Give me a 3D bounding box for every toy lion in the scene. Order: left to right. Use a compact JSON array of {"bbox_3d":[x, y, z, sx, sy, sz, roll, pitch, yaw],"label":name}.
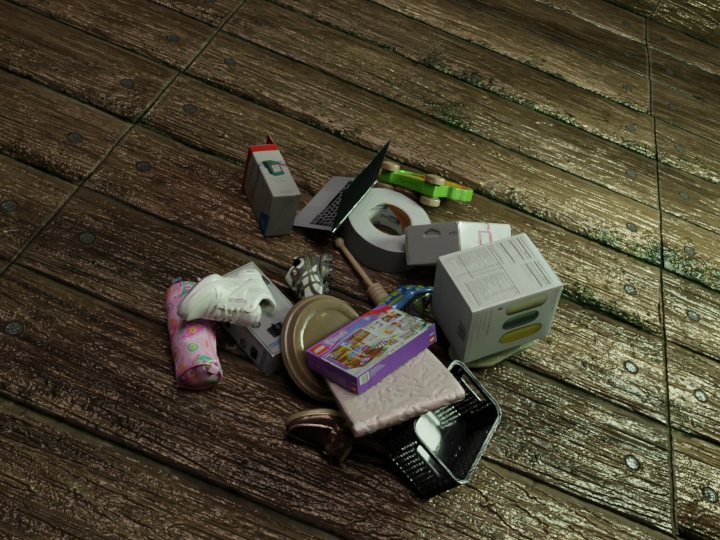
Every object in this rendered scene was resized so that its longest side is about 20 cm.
[{"bbox_3d":[0.161,-0.203,1.870,0.197,0.070,0.190,21,15,28],"label":"toy lion"}]

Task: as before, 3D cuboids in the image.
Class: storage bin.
[{"bbox_3d":[0.144,0.273,1.371,0.136,0.094,0.200,48,43,-4],"label":"storage bin"}]

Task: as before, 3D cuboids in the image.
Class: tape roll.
[{"bbox_3d":[0.056,-0.091,1.743,0.196,0.067,0.203,11,45,-11],"label":"tape roll"}]

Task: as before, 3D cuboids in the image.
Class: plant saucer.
[{"bbox_3d":[-0.055,0.139,1.441,0.197,0.029,0.205,14,64,-31],"label":"plant saucer"}]

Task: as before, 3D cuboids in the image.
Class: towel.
[{"bbox_3d":[0.050,0.195,1.336,0.196,0.033,0.191,-17,28,-15],"label":"towel"}]

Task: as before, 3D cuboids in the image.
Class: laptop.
[{"bbox_3d":[-0.046,-0.184,1.677,0.197,0.117,0.188,10,45,36],"label":"laptop"}]

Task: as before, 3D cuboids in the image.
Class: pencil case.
[{"bbox_3d":[-0.296,0.110,1.394,0.085,0.088,0.203,0,48,-21],"label":"pencil case"}]

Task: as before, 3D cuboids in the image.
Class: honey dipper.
[{"bbox_3d":[0.000,0.000,1.654,0.037,0.038,0.201,-14,52,-31],"label":"honey dipper"}]

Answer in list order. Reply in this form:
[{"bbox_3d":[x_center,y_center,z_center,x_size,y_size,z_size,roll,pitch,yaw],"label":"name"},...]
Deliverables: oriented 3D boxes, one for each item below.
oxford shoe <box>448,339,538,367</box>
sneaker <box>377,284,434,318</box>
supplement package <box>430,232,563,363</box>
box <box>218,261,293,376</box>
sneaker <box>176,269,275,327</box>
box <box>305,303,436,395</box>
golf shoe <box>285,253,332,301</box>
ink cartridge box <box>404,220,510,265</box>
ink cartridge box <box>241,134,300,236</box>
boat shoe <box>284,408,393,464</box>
[{"bbox_3d":[0.269,0.153,1.602,0.196,0.058,0.077,-14,82,-15],"label":"oxford shoe"},{"bbox_3d":[0.095,0.079,1.597,0.069,0.085,0.198,3,17,32],"label":"sneaker"},{"bbox_3d":[0.261,0.053,1.538,0.196,0.154,0.152,-15,48,-17],"label":"supplement package"},{"bbox_3d":[-0.191,0.087,1.476,0.116,0.061,0.200,-26,61,-38],"label":"box"},{"bbox_3d":[-0.228,0.056,1.378,0.198,0.075,0.100,-17,60,-48],"label":"sneaker"},{"bbox_3d":[0.020,0.133,1.387,0.198,0.040,0.135,-29,33,-35],"label":"box"},{"bbox_3d":[-0.106,0.043,1.551,0.092,0.079,0.202,8,36,-3],"label":"golf shoe"},{"bbox_3d":[0.207,-0.054,1.664,0.198,0.143,0.087,1,86,-48],"label":"ink cartridge box"},{"bbox_3d":[-0.201,-0.186,1.697,0.066,0.117,0.202,-8,50,-27],"label":"ink cartridge box"},{"bbox_3d":[-0.032,0.290,1.337,0.196,0.073,0.073,16,42,-16],"label":"boat shoe"}]
